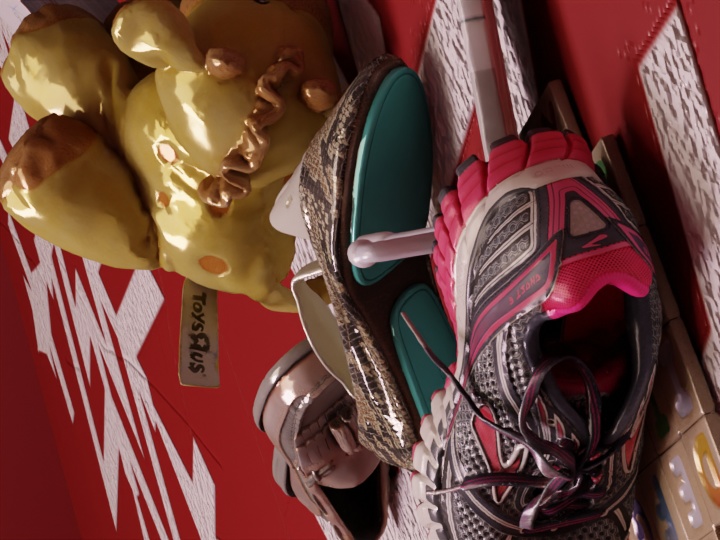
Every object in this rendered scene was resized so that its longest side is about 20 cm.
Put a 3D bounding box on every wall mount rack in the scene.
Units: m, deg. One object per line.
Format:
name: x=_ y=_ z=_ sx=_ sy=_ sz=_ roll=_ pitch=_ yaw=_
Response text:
wall mount rack: x=0.017 y=-0.068 z=1.034 sx=0.174 sy=0.075 sz=0.200 roll=-30 pitch=-70 yaw=-86

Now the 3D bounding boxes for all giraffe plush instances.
giraffe plush: x=-0.066 y=-0.073 z=1.269 sx=0.162 sy=0.172 sz=0.200 roll=120 pitch=136 yaw=-53

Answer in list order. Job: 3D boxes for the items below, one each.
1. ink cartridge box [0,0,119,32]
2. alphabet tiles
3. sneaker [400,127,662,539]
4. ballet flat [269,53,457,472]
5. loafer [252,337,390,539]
ink cartridge box: x=-0.133 y=-0.092 z=1.467 sx=0.163 sy=0.057 sz=0.200 roll=47 pitch=-166 yaw=-5
alphabet tiles: x=0.093 y=0.039 z=1.005 sx=0.166 sy=0.006 sz=0.200 roll=117 pitch=136 yaw=-72
sneaker: x=0.062 y=0.053 z=0.956 sx=0.075 sy=0.081 sz=0.200 roll=-123 pitch=21 yaw=-48
ballet flat: x=0.000 y=0.000 z=1.201 sx=0.075 sy=0.068 sz=0.200 roll=9 pitch=125 yaw=35
loafer: x=-0.008 y=0.086 z=1.417 sx=0.063 sy=0.072 sz=0.200 roll=52 pitch=168 yaw=17
